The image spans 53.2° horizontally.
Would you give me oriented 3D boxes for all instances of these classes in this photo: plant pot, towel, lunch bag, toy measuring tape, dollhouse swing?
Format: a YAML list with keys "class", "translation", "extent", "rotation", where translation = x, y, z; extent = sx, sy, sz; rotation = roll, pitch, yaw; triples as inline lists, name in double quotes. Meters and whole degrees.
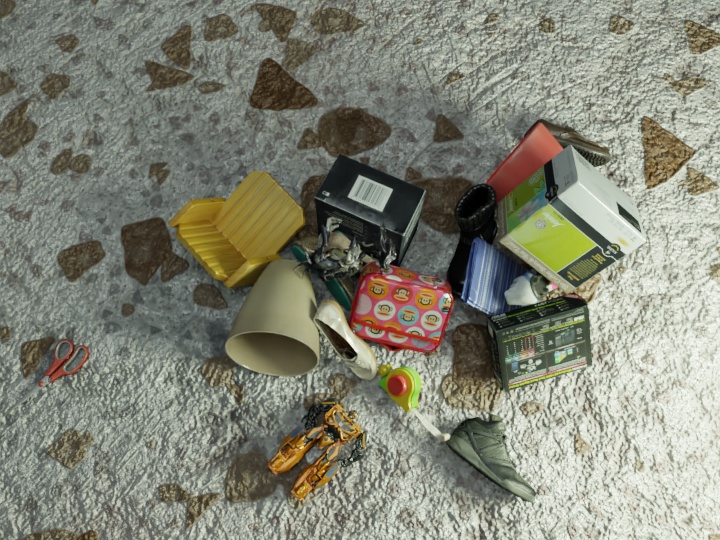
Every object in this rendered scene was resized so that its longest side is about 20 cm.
- class: "plant pot"
  translation: [0.383, -0.185, 1.544]
  extent: [0.177, 0.200, 0.200]
  rotation: [41, 76, 2]
- class: "plant pot"
  translation: [-0.161, 0.084, 1.461]
  extent: [0.187, 0.187, 0.200]
  rotation: [7, 56, 2]
- class: "towel"
  translation: [0.284, 0.033, 1.486]
  extent: [0.200, 0.024, 0.145]
  rotation: [28, 66, -37]
- class: "lunch bag"
  translation: [0.078, 0.086, 1.468]
  extent: [0.199, 0.082, 0.177]
  rotation: [14, 114, -4]
- class: "toy measuring tape"
  translation: [0.113, 0.251, 1.436]
  extent: [0.074, 0.074, 0.200]
  rotation: [-42, 64, -13]
- class: "dollhouse swing"
  translation: [-0.249, -0.101, 1.507]
  extent: [0.200, 0.182, 0.176]
  rotation: [46, 114, 14]

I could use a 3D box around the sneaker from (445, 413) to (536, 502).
- class: "sneaker"
  translation: [0.277, 0.359, 1.409]
  extent: [0.199, 0.076, 0.114]
  rotation: [38, 81, 17]

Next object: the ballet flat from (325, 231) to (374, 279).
- class: "ballet flat"
  translation: [0.000, 0.000, 1.509]
  extent: [0.200, 0.068, 0.067]
  rotation: [35, 41, -9]

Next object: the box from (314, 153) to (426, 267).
- class: "box"
  translation: [0.018, -0.118, 1.503]
  extent: [0.196, 0.200, 0.118]
  rotation: [24, 70, 8]

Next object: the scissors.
- class: "scissors"
  translation: [-0.644, 0.230, 1.481]
  extent: [0.073, 0.014, 0.200]
  rotation: [31, 72, 8]

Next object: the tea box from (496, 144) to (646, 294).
- class: "tea box"
  translation: [0.405, -0.095, 1.401]
  extent: [0.200, 0.197, 0.134]
  rotation: [35, 36, -21]

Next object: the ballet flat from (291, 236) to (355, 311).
- class: "ballet flat"
  translation: [-0.061, -0.001, 1.538]
  extent: [0.065, 0.071, 0.200]
  rotation: [-37, 78, -29]

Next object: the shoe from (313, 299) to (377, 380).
- class: "shoe"
  translation: [-0.033, 0.150, 1.442]
  extent: [0.200, 0.070, 0.053]
  rotation: [57, 36, -20]

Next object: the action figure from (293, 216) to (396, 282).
- class: "action figure"
  translation: [-0.033, -0.038, 1.413]
  extent: [0.200, 0.119, 0.102]
  rotation: [-11, 52, 21]

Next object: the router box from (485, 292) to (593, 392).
- class: "router box"
  translation: [0.361, 0.144, 1.446]
  extent: [0.199, 0.062, 0.150]
  rotation: [-15, 116, -5]

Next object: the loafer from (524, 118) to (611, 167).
- class: "loafer"
  translation: [0.478, -0.298, 1.634]
  extent: [0.200, 0.073, 0.071]
  rotation: [22, 74, 7]

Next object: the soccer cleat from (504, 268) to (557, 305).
- class: "soccer cleat"
  translation: [0.358, 0.023, 1.494]
  extent: [0.086, 0.200, 0.070]
  rotation: [-19, 93, 33]

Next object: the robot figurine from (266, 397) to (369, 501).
- class: "robot figurine"
  translation: [-0.079, 0.349, 1.420]
  extent: [0.145, 0.058, 0.200]
  rotation: [44, 77, 12]

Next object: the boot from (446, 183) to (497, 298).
- class: "boot"
  translation: [0.230, -0.062, 1.504]
  extent: [0.079, 0.158, 0.212]
  rotation: [13, 69, 17]
